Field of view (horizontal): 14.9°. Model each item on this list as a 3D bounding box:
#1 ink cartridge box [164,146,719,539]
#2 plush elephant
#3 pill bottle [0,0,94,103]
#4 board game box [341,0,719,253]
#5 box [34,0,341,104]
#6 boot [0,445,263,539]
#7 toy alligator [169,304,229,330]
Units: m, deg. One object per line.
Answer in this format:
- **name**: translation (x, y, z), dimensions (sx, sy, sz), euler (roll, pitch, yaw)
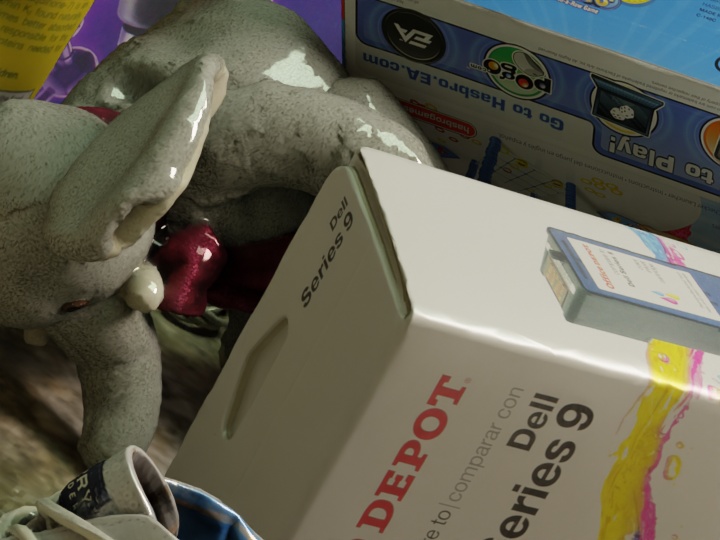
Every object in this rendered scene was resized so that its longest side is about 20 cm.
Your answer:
- **ink cartridge box**: translation (0.060, 0.065, 0.801), dimensions (0.199, 0.146, 0.088), euler (17, 29, -23)
- **plush elephant**: translation (-0.066, -0.014, 0.860), dimensions (0.164, 0.155, 0.200), euler (-3, -59, 51)
- **pill bottle**: translation (-0.132, -0.132, 0.932), dimensions (0.114, 0.200, 0.114), euler (31, 19, -12)
- **board game box**: translation (0.093, -0.017, 0.911), dimensions (0.200, 0.196, 0.056), euler (21, 52, 16)
- **box**: translation (-0.059, -0.128, 1.052), dimensions (0.148, 0.200, 0.104), euler (17, 25, -41)
- **boot**: translation (-0.084, 0.074, 0.659), dimensions (0.200, 0.096, 0.074), euler (31, 18, -12)
- **toy alligator**: translation (0.000, 0.000, 1.064), dimensions (0.059, 0.054, 0.200), euler (44, 20, 28)
